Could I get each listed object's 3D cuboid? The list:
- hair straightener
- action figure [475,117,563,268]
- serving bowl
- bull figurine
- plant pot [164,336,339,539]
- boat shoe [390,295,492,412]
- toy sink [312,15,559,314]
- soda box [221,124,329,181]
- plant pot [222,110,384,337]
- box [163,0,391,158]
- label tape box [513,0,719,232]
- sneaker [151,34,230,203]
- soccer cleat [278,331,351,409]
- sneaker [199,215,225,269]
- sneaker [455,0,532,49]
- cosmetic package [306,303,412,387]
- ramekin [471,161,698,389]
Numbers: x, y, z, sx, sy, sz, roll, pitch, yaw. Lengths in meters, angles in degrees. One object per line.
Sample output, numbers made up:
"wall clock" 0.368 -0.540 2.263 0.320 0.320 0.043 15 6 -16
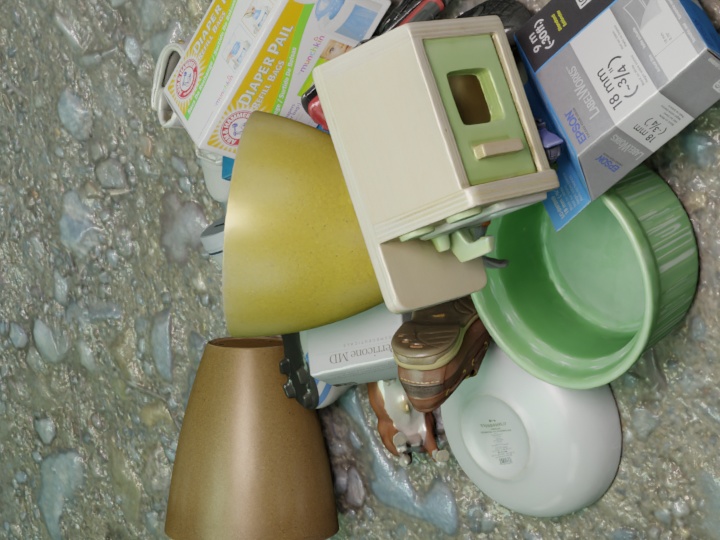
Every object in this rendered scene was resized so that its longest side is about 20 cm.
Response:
"hair straightener" 0.020 -0.212 1.676 0.041 0.200 0.077 40 -178 -21
"action figure" 0.084 -0.098 1.550 0.200 0.104 0.196 -143 48 -62
"serving bowl" 0.146 0.145 1.760 0.199 0.066 0.202 21 122 37
"bull figurine" 0.034 0.102 1.839 0.121 0.065 0.202 -127 18 -72
"plant pot" -0.116 0.174 1.969 0.185 0.185 0.202 6 99 43
"boat shoe" 0.080 0.064 1.694 0.071 0.200 0.068 4 112 22
"toy sink" 0.068 -0.084 1.446 0.111 0.130 0.202 -20 85 39
"soda box" -0.051 -0.135 1.819 0.199 0.064 0.069 -17 65 48
"plant pot" -0.034 -0.033 1.656 0.140 0.200 0.202 6 117 6
"box" -0.080 -0.206 1.737 0.201 0.112 0.102 -58 41 22
"label tape box" 0.189 -0.152 1.504 0.200 0.063 0.145 -41 51 23
"sneaker" -0.166 -0.150 1.906 0.073 0.115 0.202 21 123 35
"soccer cleat" -0.047 0.043 1.887 0.070 0.086 0.202 27 133 46
"sneaker" -0.081 -0.033 1.917 0.199 0.073 0.071 -11 119 51
"sneaker" 0.091 -0.178 1.681 0.199 0.076 0.091 -23 105 49
"cosmetic package" 0.000 0.000 1.763 0.101 0.074 0.202 -12 73 20
"ramekin" 0.194 -0.008 1.621 0.199 0.097 0.202 20 120 38
